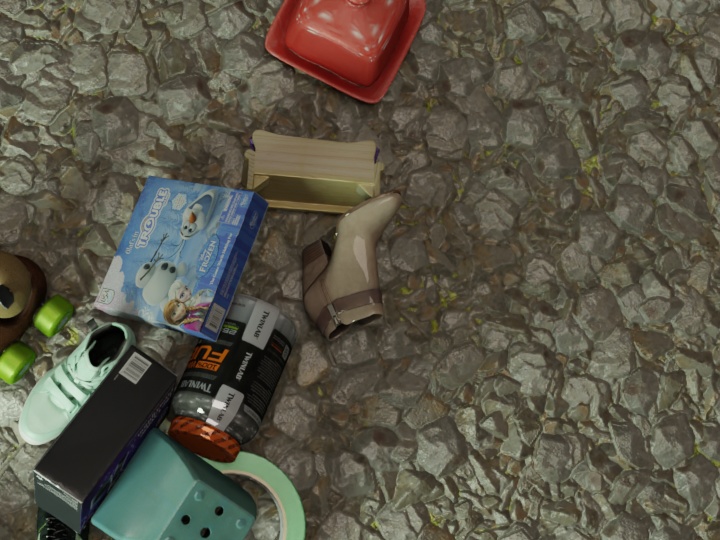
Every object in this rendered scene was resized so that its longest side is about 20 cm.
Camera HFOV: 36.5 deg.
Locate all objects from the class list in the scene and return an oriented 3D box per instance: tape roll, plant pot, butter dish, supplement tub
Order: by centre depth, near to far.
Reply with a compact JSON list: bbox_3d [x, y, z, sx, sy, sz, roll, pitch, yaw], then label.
[{"bbox_3d":[-0.211,0.295,1.316,0.141,0.200,0.142,38,74,-18],"label":"plant pot"},{"bbox_3d":[-0.171,0.143,1.445,0.122,0.123,0.201,23,64,-3],"label":"supplement tub"},{"bbox_3d":[-0.173,0.343,1.457,0.198,0.048,0.202,2,77,-8],"label":"tape roll"},{"bbox_3d":[-0.013,-0.379,1.586,0.199,0.148,0.201,27,76,-3],"label":"butter dish"}]

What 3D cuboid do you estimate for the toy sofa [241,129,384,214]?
[{"bbox_3d":[-0.069,-0.130,1.556,0.198,0.083,0.098,4,64,-8],"label":"toy sofa"}]

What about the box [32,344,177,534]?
[{"bbox_3d":[-0.323,0.215,1.386,0.079,0.141,0.201,34,59,1],"label":"box"}]

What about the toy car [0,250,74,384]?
[{"bbox_3d":[-0.478,0.035,1.396,0.164,0.200,0.158,37,75,1],"label":"toy car"}]

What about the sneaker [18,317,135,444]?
[{"bbox_3d":[-0.378,0.141,1.432,0.074,0.118,0.201,41,76,0],"label":"sneaker"}]

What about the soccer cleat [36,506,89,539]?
[{"bbox_3d":[-0.385,0.364,1.401,0.067,0.081,0.202,2,78,-8],"label":"soccer cleat"}]

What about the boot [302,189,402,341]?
[{"bbox_3d":[0.000,0.000,1.510,0.199,0.070,0.147,-36,61,27],"label":"boot"}]

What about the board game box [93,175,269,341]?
[{"bbox_3d":[-0.242,-0.021,1.470,0.198,0.043,0.201,10,73,34],"label":"board game box"}]
